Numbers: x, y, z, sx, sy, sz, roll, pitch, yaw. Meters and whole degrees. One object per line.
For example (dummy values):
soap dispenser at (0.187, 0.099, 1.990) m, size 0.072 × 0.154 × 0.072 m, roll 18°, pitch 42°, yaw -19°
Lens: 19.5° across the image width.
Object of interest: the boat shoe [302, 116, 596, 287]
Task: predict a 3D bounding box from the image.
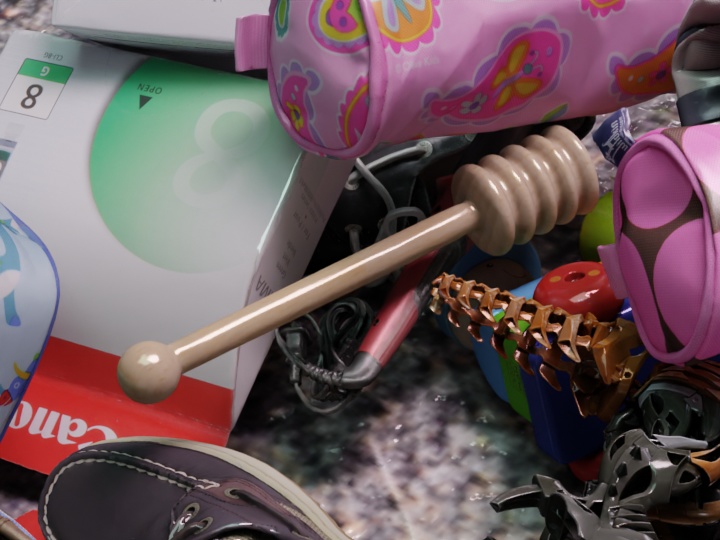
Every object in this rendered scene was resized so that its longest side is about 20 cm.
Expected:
boat shoe at (0.008, -0.030, 0.888) m, size 0.199 × 0.074 × 0.068 m, roll -29°, pitch 62°, yaw -13°

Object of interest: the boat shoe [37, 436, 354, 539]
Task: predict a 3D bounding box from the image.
boat shoe at (-0.042, 0.109, 0.719) m, size 0.199 × 0.065 × 0.072 m, roll 27°, pitch 95°, yaw 31°

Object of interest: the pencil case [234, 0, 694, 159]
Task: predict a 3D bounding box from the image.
pencil case at (0.053, -0.096, 0.801) m, size 0.199 × 0.088 × 0.087 m, roll -14°, pitch 36°, yaw -34°

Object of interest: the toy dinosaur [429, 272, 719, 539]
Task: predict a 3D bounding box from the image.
toy dinosaur at (0.104, 0.077, 0.713) m, size 0.199 × 0.103 × 0.136 m, roll 27°, pitch 50°, yaw 28°

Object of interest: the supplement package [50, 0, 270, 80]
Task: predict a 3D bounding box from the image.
supplement package at (-0.035, -0.138, 0.912) m, size 0.113 × 0.110 × 0.200 m, roll 7°, pitch -1°, yaw 19°

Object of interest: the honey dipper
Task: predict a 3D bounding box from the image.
honey dipper at (0.000, 0.000, 0.770) m, size 0.199 × 0.038 × 0.038 m, roll -26°, pitch 42°, yaw -24°

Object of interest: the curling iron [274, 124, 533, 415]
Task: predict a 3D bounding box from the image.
curling iron at (0.030, -0.025, 0.828) m, size 0.049 × 0.026 × 0.200 m, roll 21°, pitch 60°, yaw 29°

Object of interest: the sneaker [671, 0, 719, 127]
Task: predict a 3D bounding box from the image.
sneaker at (0.198, -0.069, 0.819) m, size 0.145 × 0.202 × 0.077 m, roll -19°, pitch 66°, yaw 8°

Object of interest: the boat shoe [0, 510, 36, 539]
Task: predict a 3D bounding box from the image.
boat shoe at (-0.090, 0.128, 0.584) m, size 0.072 × 0.073 × 0.200 m, roll -31°, pitch 45°, yaw -25°

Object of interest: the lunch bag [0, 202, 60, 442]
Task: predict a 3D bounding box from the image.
lunch bag at (-0.211, 0.020, 0.814) m, size 0.082 × 0.161 × 0.200 m, roll 16°, pitch 17°, yaw -46°

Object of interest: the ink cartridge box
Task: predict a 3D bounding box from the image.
ink cartridge box at (-0.110, 0.008, 0.826) m, size 0.160 × 0.050 × 0.201 m, roll 14°, pitch 66°, yaw 27°

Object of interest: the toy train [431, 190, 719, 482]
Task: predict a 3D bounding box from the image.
toy train at (0.133, -0.002, 0.829) m, size 0.199 × 0.085 × 0.116 m, roll -24°, pitch 28°, yaw -18°

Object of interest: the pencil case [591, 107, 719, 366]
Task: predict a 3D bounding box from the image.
pencil case at (0.184, -0.024, 0.714) m, size 0.199 × 0.094 × 0.091 m, roll -8°, pitch 74°, yaw -15°
